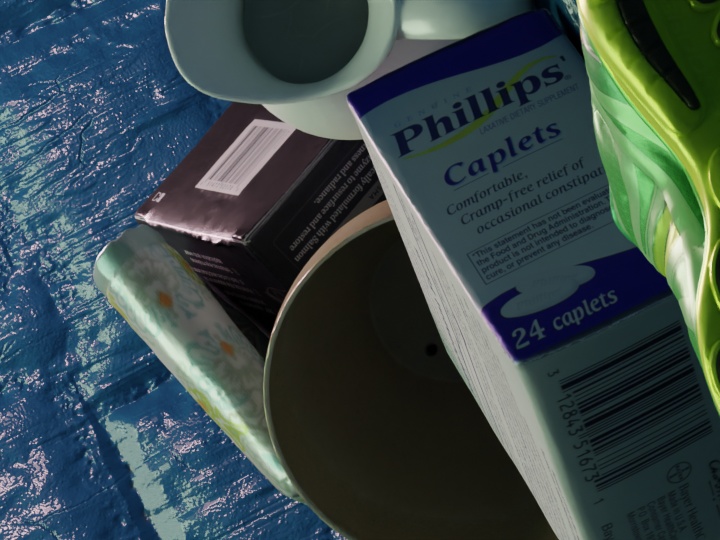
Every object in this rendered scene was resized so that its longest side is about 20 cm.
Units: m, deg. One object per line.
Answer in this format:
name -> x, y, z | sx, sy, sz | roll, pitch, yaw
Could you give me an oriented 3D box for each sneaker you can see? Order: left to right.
sneaker -> 0.127, -0.018, 0.969 | 0.084, 0.074, 0.201 | 87, 165, -74

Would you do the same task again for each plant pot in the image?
plant pot -> 0.050, 0.038, 1.523 | 0.135, 0.199, 0.201 | -91, -23, -70

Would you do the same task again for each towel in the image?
towel -> -0.067, 0.058, 1.635 | 0.171, 0.048, 0.200 | 46, 180, 11

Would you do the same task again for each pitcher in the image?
pitcher -> 0.011, -0.123, 1.428 | 0.200, 0.170, 0.122 | -17, -70, -77

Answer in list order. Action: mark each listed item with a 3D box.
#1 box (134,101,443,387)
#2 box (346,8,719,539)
box -> 0.000, 0.000, 1.692 | 0.200, 0.118, 0.197 | 46, 168, -20
box -> 0.096, 0.017, 1.303 | 0.200, 0.105, 0.184 | 59, 174, 45
